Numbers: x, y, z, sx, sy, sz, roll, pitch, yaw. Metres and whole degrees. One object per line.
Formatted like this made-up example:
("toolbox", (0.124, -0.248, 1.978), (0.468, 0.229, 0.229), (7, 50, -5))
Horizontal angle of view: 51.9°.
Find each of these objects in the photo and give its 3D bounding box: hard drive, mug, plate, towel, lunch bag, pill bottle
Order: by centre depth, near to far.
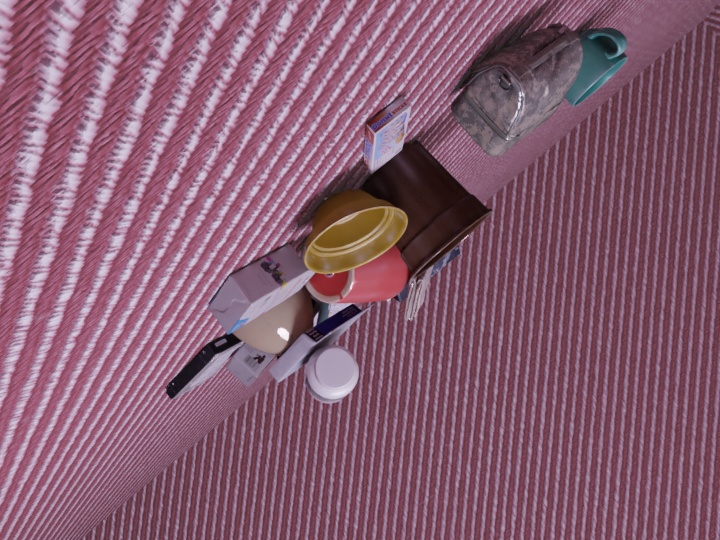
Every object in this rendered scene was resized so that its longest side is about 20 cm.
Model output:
("lunch bag", (0.275, -0.318, 1.261), (0.199, 0.140, 0.168), (-36, 173, -29))
("pill bottle", (-0.061, 0.218, 1.562), (0.110, 0.111, 0.200), (-37, 173, -13))
("towel", (0.135, 0.001, 1.582), (0.134, 0.034, 0.201), (98, 11, -46))
("mug", (0.505, -0.469, 1.635), (0.185, 0.115, 0.152), (-45, 171, 34))
("hard drive", (-0.365, 0.222, 1.762), (0.200, 0.038, 0.139), (-42, 172, 29))
("plate", (-0.077, 0.054, 1.770), (0.200, 0.025, 0.203), (-167, -90, -90))

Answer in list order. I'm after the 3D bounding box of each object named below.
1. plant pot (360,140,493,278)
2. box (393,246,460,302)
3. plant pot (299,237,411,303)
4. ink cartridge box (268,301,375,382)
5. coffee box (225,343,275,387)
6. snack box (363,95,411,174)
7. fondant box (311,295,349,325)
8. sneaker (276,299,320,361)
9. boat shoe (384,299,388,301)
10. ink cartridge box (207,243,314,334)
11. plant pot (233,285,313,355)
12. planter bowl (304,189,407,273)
("plant pot", (0.116, -0.125, 1.414), (0.199, 0.199, 0.200), (-37, 173, -5))
("box", (0.109, -0.072, 1.712), (0.199, 0.117, 0.198), (-38, 138, -13))
("plant pot", (-0.016, -0.020, 1.498), (0.200, 0.202, 0.176), (-44, 164, 35))
("ink cartridge box", (-0.081, 0.138, 1.587), (0.200, 0.041, 0.199), (-45, 171, 33))
("coffee box", (-0.235, 0.182, 1.846), (0.200, 0.080, 0.113), (-49, -178, -30))
("snack box", (0.040, -0.211, 1.180), (0.072, 0.024, 0.200), (-38, 173, -6))
("fondant box", (-0.065, 0.054, 1.919), (0.200, 0.058, 0.145), (-45, -154, 34))
("sneaker", (-0.180, 0.123, 1.740), (0.073, 0.111, 0.201), (-47, -169, 42))
("boat shoe", (0.000, 0.000, 1.637), (0.067, 0.199, 0.074), (-53, 149, -17))
("ink cartridge box", (-0.174, 0.025, 1.375), (0.199, 0.068, 0.115), (-32, 170, -45))
("plant pot", (-0.176, 0.101, 1.582), (0.200, 0.135, 0.200), (-39, 174, -5))
("planter bowl", (-0.022, -0.084, 1.313), (0.198, 0.084, 0.201), (-22, 156, -10))
